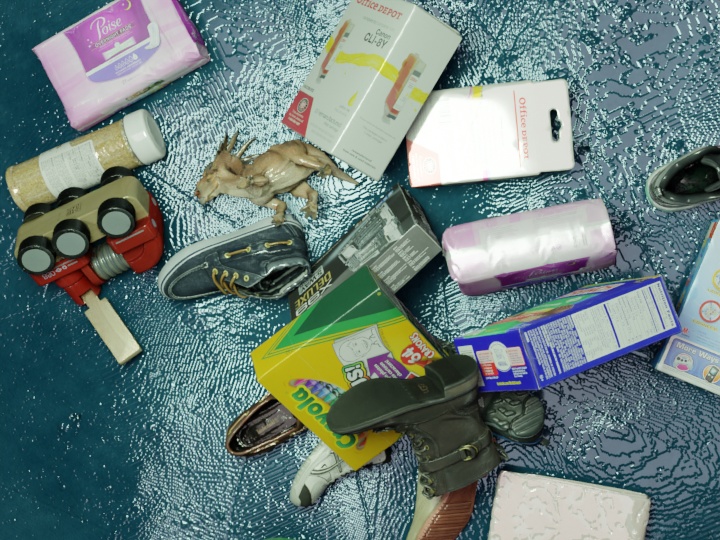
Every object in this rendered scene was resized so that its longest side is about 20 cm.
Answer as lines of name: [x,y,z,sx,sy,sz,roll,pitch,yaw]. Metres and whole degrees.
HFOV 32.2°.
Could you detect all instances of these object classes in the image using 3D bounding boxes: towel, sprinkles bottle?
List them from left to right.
sprinkles bottle: [-0.352,-0.139,1.599,0.200,0.068,0.068,-22,89,8]
towel: [0.250,0.359,1.552,0.191,0.032,0.200,10,93,8]

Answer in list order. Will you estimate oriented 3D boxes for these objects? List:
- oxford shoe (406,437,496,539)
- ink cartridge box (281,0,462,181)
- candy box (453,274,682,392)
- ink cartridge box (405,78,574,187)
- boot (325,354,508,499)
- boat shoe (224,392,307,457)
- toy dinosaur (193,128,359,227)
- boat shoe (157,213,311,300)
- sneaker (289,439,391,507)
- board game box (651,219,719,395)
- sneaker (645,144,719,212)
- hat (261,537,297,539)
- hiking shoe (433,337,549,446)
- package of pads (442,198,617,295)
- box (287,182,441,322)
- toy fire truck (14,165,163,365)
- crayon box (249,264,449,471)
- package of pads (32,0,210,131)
oxford shoe: [0.101,0.275,1.563,0.074,0.071,0.200,37,106,41]
ink cartridge box: [0.011,-0.229,1.502,0.083,0.145,0.200,27,96,-35]
candy box: [0.236,0.074,1.438,0.200,0.169,0.077,-18,91,-22]
ink cartridge box: [0.158,-0.167,1.529,0.200,0.067,0.117,-4,92,10]
boot: [0.070,0.198,1.436,0.200,0.069,0.174,-17,124,-7]
boat shoe: [-0.084,0.173,1.573,0.200,0.070,0.070,-38,86,6]
toy dinosaur: [-0.108,-0.129,1.566,0.200,0.136,0.086,-14,130,-13]
boat shoe: [-0.159,0.004,1.558,0.200,0.071,0.091,-25,48,7]
sneaker: [-0.009,0.228,1.561,0.088,0.076,0.200,37,98,3]
board game box: [0.481,0.064,1.498,0.200,0.056,0.196,23,95,7]
sneaker: [0.435,-0.120,1.454,0.200,0.140,0.078,-25,88,8]
hat: [-0.160,0.407,1.618,0.200,0.176,0.166,7,91,-30]
hiking shoe: [0.139,0.158,1.539,0.200,0.087,0.074,34,73,28]
package of pads: [0.203,-0.027,1.491,0.200,0.121,0.076,-12,80,9]
box: [0.000,0.000,1.504,0.200,0.158,0.050,-43,109,11]
toy fire truck: [-0.318,0.000,1.588,0.176,0.129,0.200,-24,128,9]
crayon box: [0.001,0.117,1.442,0.172,0.058,0.200,-38,125,7]
package of pads: [-0.304,-0.276,1.585,0.200,0.076,0.121,-28,89,8]
